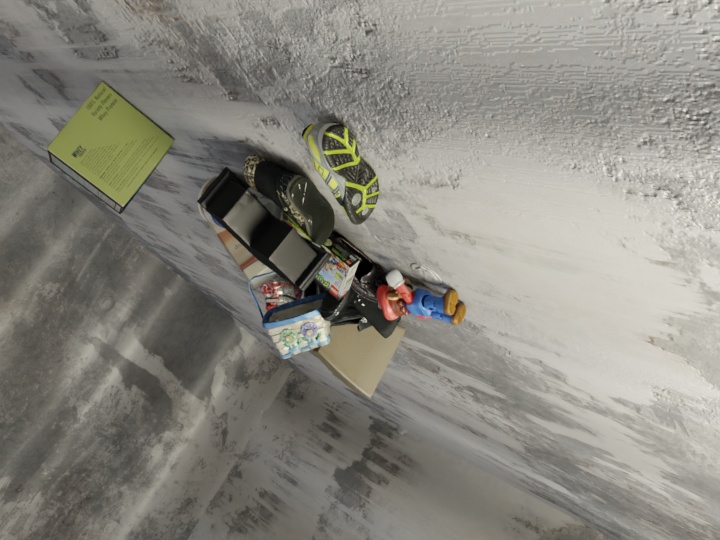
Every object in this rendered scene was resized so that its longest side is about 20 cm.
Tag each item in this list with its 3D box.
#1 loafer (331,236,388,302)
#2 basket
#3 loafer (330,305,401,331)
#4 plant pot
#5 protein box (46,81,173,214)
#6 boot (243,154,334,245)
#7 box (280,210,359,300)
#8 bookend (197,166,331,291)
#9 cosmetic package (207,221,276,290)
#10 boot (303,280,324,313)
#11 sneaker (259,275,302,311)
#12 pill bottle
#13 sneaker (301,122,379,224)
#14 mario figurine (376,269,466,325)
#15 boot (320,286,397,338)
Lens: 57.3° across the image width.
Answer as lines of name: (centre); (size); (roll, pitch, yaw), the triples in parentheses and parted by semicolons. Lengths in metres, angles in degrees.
loafer: (0.000, 0.000, 1.443); (0.199, 0.072, 0.063); (41, 158, -15)
basket: (-0.149, 0.086, 1.528); (0.139, 0.173, 0.204); (-91, -18, -80)
loafer: (0.005, 0.120, 1.661); (0.196, 0.072, 0.068); (4, 159, -2)
plant pot: (-0.018, 0.202, 1.769); (0.175, 0.202, 0.200); (31, 169, -7)
protein box: (-0.578, -0.278, 1.529); (0.199, 0.201, 0.134); (38, 163, -17)
boot: (-0.139, -0.143, 1.308); (0.152, 0.074, 0.204); (30, 164, 28)
box: (-0.096, -0.039, 1.417); (0.199, 0.035, 0.111); (39, 139, 16)
bookend: (-0.187, -0.082, 1.275); (0.198, 0.093, 0.200); (29, 166, 51)
cosmetic package: (-0.281, -0.068, 1.616); (0.201, 0.103, 0.087); (51, 167, 13)
boot: (-0.118, 0.063, 1.701); (0.068, 0.203, 0.133); (-10, 138, -3)
sneaker: (-0.244, 0.047, 1.755); (0.199, 0.110, 0.067); (29, 163, -32)
pill bottle: (-0.267, -0.139, 1.481); (0.198, 0.112, 0.111); (21, 160, 37)
sneaker: (-0.029, -0.159, 1.055); (0.076, 0.075, 0.202); (29, 154, 39)
mario figurine: (0.122, 0.049, 1.376); (0.197, 0.105, 0.126); (8, 116, 35)
boot: (0.005, 0.095, 1.531); (0.065, 0.167, 0.200); (-2, 142, 41)
